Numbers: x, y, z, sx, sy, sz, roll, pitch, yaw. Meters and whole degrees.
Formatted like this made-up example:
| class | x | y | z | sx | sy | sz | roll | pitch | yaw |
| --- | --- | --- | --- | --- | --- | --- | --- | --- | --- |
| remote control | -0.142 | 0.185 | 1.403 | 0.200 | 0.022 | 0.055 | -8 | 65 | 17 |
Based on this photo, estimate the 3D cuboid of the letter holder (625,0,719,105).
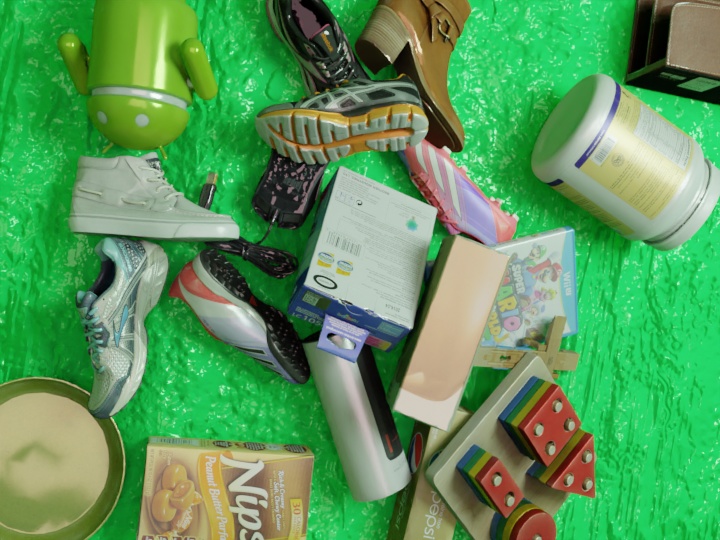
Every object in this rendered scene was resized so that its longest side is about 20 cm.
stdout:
| class | x | y | z | sx | sy | sz | roll | pitch | yaw |
| --- | --- | --- | --- | --- | --- | --- | --- | --- | --- |
| letter holder | 0.461 | -0.302 | 1.062 | 0.195 | 0.100 | 0.146 | 9 | 88 | -12 |

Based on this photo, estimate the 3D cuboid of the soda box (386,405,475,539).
| class | x | y | z | sx | sy | sz | roll | pitch | yaw |
| --- | --- | --- | --- | --- | --- | --- | --- | --- | --- |
| soda box | 0.087 | 0.265 | 1.014 | 0.062 | 0.068 | 0.205 | 14 | 89 | -12 |

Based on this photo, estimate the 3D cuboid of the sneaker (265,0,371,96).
| class | x | y | z | sx | sy | sz | roll | pitch | yaw |
| --- | --- | --- | --- | --- | --- | --- | --- | --- | --- |
| sneaker | -0.043 | -0.252 | 0.965 | 0.080 | 0.086 | 0.201 | -41 | 99 | -6 |

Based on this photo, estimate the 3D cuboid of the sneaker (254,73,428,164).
| class | x | y | z | sx | sy | sz | roll | pitch | yaw |
| --- | --- | --- | --- | --- | --- | --- | --- | --- | --- |
| sneaker | -0.022 | -0.176 | 0.932 | 0.194 | 0.079 | 0.079 | -2 | 59 | 2 |

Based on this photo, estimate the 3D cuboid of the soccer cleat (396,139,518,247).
| class | x | y | z | sx | sy | sz | roll | pitch | yaw |
| --- | --- | --- | --- | --- | --- | --- | --- | --- | --- |
| soccer cleat | 0.108 | -0.092 | 1.014 | 0.199 | 0.067 | 0.077 | 39 | 89 | -13 |

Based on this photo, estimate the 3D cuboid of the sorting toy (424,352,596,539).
| class | x | y | z | sx | sy | sz | roll | pitch | yaw |
| --- | --- | --- | --- | --- | --- | --- | --- | --- | --- |
| sorting toy | 0.204 | 0.245 | 0.992 | 0.200 | 0.069 | 0.200 | -45 | 119 | -17 |

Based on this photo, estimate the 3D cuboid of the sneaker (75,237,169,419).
| class | x | y | z | sx | sy | sz | roll | pitch | yaw |
| --- | --- | --- | --- | --- | --- | --- | --- | --- | --- |
| sneaker | -0.283 | 0.060 | 0.916 | 0.085 | 0.076 | 0.205 | 19 | 77 | -45 |

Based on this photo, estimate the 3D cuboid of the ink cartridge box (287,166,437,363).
| class | x | y | z | sx | sy | sz | roll | pitch | yaw |
| --- | --- | --- | --- | --- | --- | --- | --- | --- | --- |
| ink cartridge box | 0.000 | 0.000 | 0.942 | 0.134 | 0.077 | 0.204 | 22 | 56 | -11 |

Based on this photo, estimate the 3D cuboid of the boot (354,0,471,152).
| class | x | y | z | sx | sy | sz | roll | pitch | yaw |
| --- | --- | --- | --- | --- | --- | --- | --- | --- | --- |
| boot | 0.091 | -0.260 | 1.008 | 0.200 | 0.076 | 0.157 | 44 | 65 | -20 |

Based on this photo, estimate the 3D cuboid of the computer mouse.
| class | x | y | z | sx | sy | sz | roll | pitch | yaw |
| --- | --- | --- | --- | --- | --- | --- | --- | --- | --- |
| computer mouse | -0.113 | -0.103 | 0.981 | 0.137 | 0.046 | 0.205 | 17 | 87 | 2 |

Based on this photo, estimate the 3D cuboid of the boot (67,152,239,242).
| class | x | y | z | sx | sy | sz | roll | pitch | yaw |
| --- | --- | --- | --- | --- | --- | --- | --- | --- | --- |
| boot | -0.231 | -0.085 | 0.926 | 0.194 | 0.074 | 0.098 | 4 | 88 | 2 |

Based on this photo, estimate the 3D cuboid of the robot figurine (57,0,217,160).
| class | x | y | z | sx | sy | sz | roll | pitch | yaw |
| --- | --- | --- | --- | --- | --- | --- | --- | --- | --- |
| robot figurine | -0.240 | -0.227 | 0.909 | 0.171 | 0.116 | 0.206 | 5 | 90 | 10 |

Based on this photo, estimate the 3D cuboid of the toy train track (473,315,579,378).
| class | x | y | z | sx | sy | sz | roll | pitch | yaw |
| --- | --- | --- | --- | --- | --- | --- | --- | --- | --- |
| toy train track | 0.197 | 0.105 | 1.021 | 0.197 | 0.032 | 0.118 | 7 | 100 | -39 |

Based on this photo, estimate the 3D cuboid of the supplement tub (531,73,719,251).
| class | x | y | z | sx | sy | sz | roll | pitch | yaw |
| --- | --- | --- | --- | --- | --- | --- | --- | --- | --- |
| supplement tub | 0.326 | -0.129 | 1.014 | 0.197 | 0.145 | 0.148 | 31 | 85 | -11 |

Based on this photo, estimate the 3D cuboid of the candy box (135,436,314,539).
| class | x | y | z | sx | sy | sz | roll | pitch | yaw |
| --- | --- | --- | --- | --- | --- | --- | --- | --- | --- |
| candy box | -0.158 | 0.264 | 0.970 | 0.195 | 0.055 | 0.119 | 6 | 90 | -11 |

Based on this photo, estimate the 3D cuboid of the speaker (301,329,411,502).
| class | x | y | z | sx | sy | sz | roll | pitch | yaw |
| --- | --- | --- | --- | --- | --- | --- | --- | --- | --- |
| speaker | -0.004 | 0.168 | 0.987 | 0.079 | 0.081 | 0.205 | -18 | 94 | -10 |

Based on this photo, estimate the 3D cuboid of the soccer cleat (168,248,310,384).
| class | x | y | z | sx | sy | sz | roll | pitch | yaw |
| --- | --- | --- | --- | --- | --- | --- | --- | --- | --- |
| soccer cleat | -0.138 | 0.066 | 0.973 | 0.073 | 0.069 | 0.200 | -36 | 108 | 21 |

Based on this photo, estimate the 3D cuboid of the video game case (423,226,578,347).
| class | x | y | z | sx | sy | sz | roll | pitch | yaw |
| --- | --- | --- | --- | --- | --- | --- | --- | --- | --- |
| video game case | 0.178 | 0.036 | 1.030 | 0.195 | 0.018 | 0.147 | -14 | 112 | -11 |

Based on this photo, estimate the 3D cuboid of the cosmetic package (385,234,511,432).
| class | x | y | z | sx | sy | sz | roll | pitch | yaw |
| --- | --- | --- | --- | --- | --- | --- | --- | --- | --- |
| cosmetic package | 0.096 | 0.068 | 0.930 | 0.070 | 0.105 | 0.204 | 20 | 87 | -2 |

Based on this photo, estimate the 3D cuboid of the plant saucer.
| class | x | y | z | sx | sy | sz | roll | pitch | yaw |
| --- | --- | --- | --- | --- | --- | --- | --- | --- | --- |
| plant saucer | -0.367 | 0.221 | 0.939 | 0.194 | 0.031 | 0.206 | 0 | 92 | -11 |
